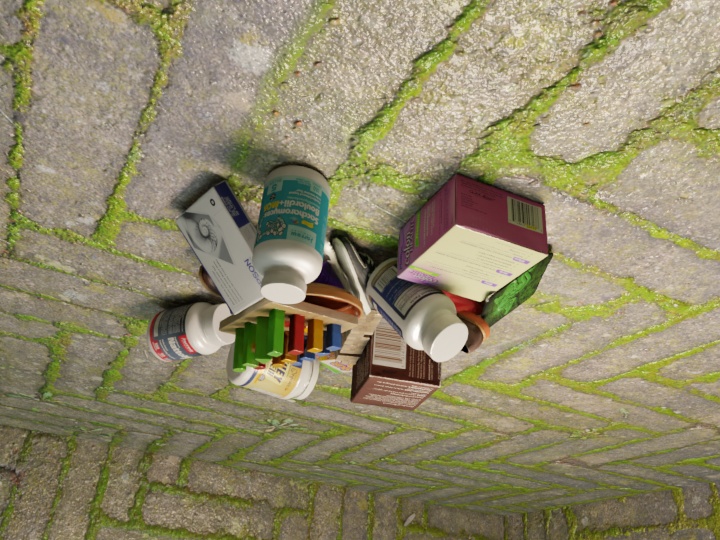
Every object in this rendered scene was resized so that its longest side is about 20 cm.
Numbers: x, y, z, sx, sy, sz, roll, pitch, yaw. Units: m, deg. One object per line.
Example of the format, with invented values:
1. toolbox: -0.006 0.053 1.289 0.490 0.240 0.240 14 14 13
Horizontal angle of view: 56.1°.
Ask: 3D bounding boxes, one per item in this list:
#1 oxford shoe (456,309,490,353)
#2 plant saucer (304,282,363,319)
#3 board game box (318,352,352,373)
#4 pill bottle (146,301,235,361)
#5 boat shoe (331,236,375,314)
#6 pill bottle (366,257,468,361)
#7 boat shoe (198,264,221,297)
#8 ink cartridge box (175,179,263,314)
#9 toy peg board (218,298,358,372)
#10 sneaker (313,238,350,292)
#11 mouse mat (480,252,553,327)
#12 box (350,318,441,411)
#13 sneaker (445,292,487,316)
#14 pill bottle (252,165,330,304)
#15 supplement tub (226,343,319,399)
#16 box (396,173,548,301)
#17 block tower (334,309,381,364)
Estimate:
1. oxford shoe: 0.143 0.101 1.282 0.198 0.072 0.072 16 135 38
2. plant saucer: -0.093 0.062 1.268 0.196 0.033 0.201 2 159 1
3. board game box: -0.017 0.236 1.767 0.197 0.030 0.096 -7 149 27
4. pill bottle: -0.379 0.136 1.542 0.197 0.121 0.119 -13 147 30
5. boat shoe: 0.000 0.000 1.291 0.060 0.076 0.201 -32 140 -10
6. pill bottle: 0.103 0.071 1.221 0.110 0.200 0.112 -19 131 -24
7. boat shoe: -0.239 0.029 1.373 0.069 0.072 0.199 -4 160 32
8. ink cartridge box: -0.240 -0.026 1.174 0.199 0.040 0.201 -29 94 46
9. toy peg board: -0.139 0.139 1.274 0.197 0.099 0.199 18 151 -34
10. sneaker: -0.087 0.005 1.259 0.099 0.070 0.201 -30 141 -7
11. mouse mat: 0.287 0.050 1.278 0.160 0.008 0.201 -34 157 -12
12. box: 0.079 0.206 1.543 0.161 0.168 0.201 9 152 -10
13. sneaker: 0.163 0.083 1.355 0.196 0.117 0.079 8 152 -5
14. pill bottle: -0.109 -0.054 1.056 0.109 0.203 0.111 3 152 2
15. supplement tub: -0.215 0.233 1.666 0.198 0.147 0.144 24 147 -32
16. box: 0.182 -0.048 1.132 0.173 0.098 0.200 15 149 -19
17. block tower: -0.006 0.124 1.459 0.053 0.058 0.201 6 134 -21
